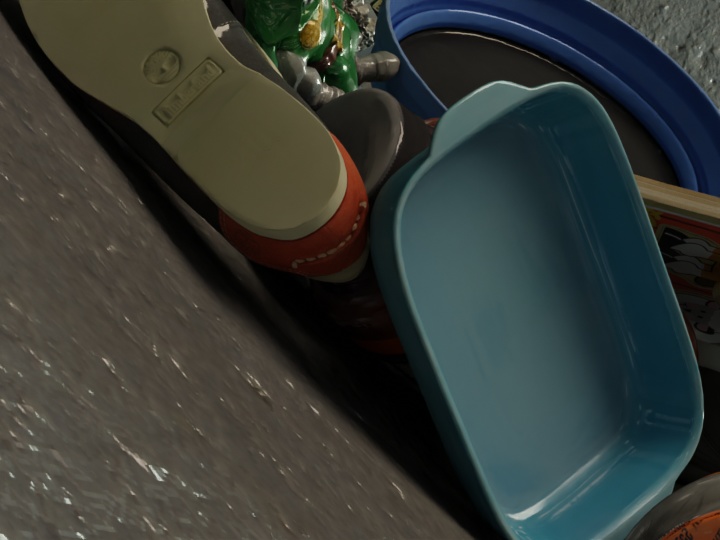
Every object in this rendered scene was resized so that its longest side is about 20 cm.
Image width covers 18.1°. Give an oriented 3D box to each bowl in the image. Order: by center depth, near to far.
[{"bbox_3d":[0.095,-0.080,1.132,0.200,0.039,0.201,20,34,-14],"label":"bowl"}]

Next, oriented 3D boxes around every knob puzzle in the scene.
[{"bbox_3d":[0.201,0.027,1.040,0.219,0.031,0.220,16,-20,6],"label":"knob puzzle"}]

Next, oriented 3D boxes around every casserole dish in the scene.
[{"bbox_3d":[0.066,0.020,0.883,0.039,0.121,0.200,8,-54,52],"label":"casserole dish"}]

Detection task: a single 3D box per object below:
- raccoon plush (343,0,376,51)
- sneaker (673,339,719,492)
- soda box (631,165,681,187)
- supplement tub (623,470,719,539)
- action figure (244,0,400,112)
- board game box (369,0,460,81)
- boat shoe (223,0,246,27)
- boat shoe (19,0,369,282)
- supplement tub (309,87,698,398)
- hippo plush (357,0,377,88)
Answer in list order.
[{"bbox_3d":[-0.035,-0.103,1.208,0.134,0.097,0.200,52,26,-48],"label":"raccoon plush"},{"bbox_3d":[0.110,0.078,1.066,0.200,0.099,0.071,13,-19,42],"label":"sneaker"},{"bbox_3d":[0.108,-0.017,1.161,0.200,0.070,0.064,14,39,-23],"label":"soda box"},{"bbox_3d":[0.156,0.133,0.850,0.123,0.123,0.200,48,10,11],"label":"supplement tub"},{"bbox_3d":[-0.018,-0.095,0.972,0.200,0.055,0.119,43,45,-76],"label":"action figure"},{"bbox_3d":[0.079,-0.065,1.262,0.200,0.023,0.105,48,6,-40],"label":"board game box"},{"bbox_3d":[-0.069,-0.116,0.992,0.072,0.069,0.200,11,-32,8],"label":"boat shoe"},{"bbox_3d":[-0.066,-0.072,0.884,0.200,0.071,0.063,46,-2,27],"label":"boat shoe"},{"bbox_3d":[0.051,0.006,0.962,0.200,0.107,0.107,40,11,-36],"label":"supplement tub"},{"bbox_3d":[0.000,-0.200,1.440,0.200,0.159,0.161,47,9,3],"label":"hippo plush"}]
